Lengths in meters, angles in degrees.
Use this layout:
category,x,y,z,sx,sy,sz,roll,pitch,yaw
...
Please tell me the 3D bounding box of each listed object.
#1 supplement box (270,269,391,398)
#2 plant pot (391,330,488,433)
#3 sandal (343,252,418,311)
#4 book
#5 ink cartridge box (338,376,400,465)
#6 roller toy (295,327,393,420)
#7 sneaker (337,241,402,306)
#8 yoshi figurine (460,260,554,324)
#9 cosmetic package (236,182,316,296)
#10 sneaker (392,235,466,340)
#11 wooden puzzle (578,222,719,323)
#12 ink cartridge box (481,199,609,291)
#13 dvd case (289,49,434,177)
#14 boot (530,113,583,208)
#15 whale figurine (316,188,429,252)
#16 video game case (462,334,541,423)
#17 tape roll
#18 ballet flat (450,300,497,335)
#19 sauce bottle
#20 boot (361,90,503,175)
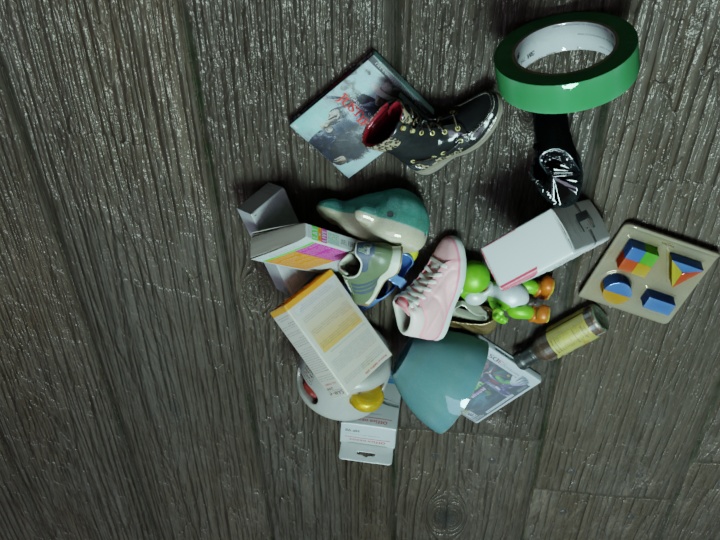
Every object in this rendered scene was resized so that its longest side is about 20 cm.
category,x,y,z,sx,sy,sz,roll,pitch,yaw
supplement box,-0.054,0.118,1.636,0.200,0.126,0.073,55,149,-5
plant pot,0.140,0.194,1.717,0.134,0.200,0.200,29,131,-4
sandal,0.028,0.024,1.673,0.079,0.087,0.200,28,132,-19
book,-0.076,-0.035,1.567,0.133,0.048,0.200,-13,161,37
ink cartridge box,0.022,0.297,1.845,0.115,0.200,0.067,7,132,3
roller toy,-0.032,0.192,1.765,0.182,0.200,0.140,18,132,1
sneaker,0.000,0.000,1.552,0.089,0.067,0.200,13,154,-15
yoshi figurine,0.255,0.033,1.638,0.199,0.113,0.112,12,117,1
cosmetic package,-0.148,-0.056,1.624,0.051,0.083,0.200,21,145,41
sneaker,0.122,0.033,1.608,0.104,0.075,0.201,3,108,-32
wooden puzzle,0.521,0.016,1.612,0.185,0.046,0.200,17,133,-7
ink cartridge box,0.312,-0.045,1.485,0.145,0.200,0.085,-31,80,31
dvd case,0.000,-0.253,1.466,0.200,0.022,0.146,-33,120,31
boot,0.313,-0.150,1.410,0.076,0.169,0.201,-8,131,16
whale figurine,0.027,-0.101,1.558,0.199,0.104,0.159,17,175,21
video game case,0.245,0.232,1.870,0.182,0.023,0.200,33,129,-20
tape roll,0.290,-0.296,1.257,0.200,0.201,0.048,-6,132,15
ballet flat,0.173,0.076,1.703,0.199,0.068,0.072,15,148,-7
sauce bottle,0.387,0.134,1.732,0.065,0.065,0.200,38,129,-24
boot,0.112,-0.230,1.401,0.150,0.073,0.200,14,147,-42
